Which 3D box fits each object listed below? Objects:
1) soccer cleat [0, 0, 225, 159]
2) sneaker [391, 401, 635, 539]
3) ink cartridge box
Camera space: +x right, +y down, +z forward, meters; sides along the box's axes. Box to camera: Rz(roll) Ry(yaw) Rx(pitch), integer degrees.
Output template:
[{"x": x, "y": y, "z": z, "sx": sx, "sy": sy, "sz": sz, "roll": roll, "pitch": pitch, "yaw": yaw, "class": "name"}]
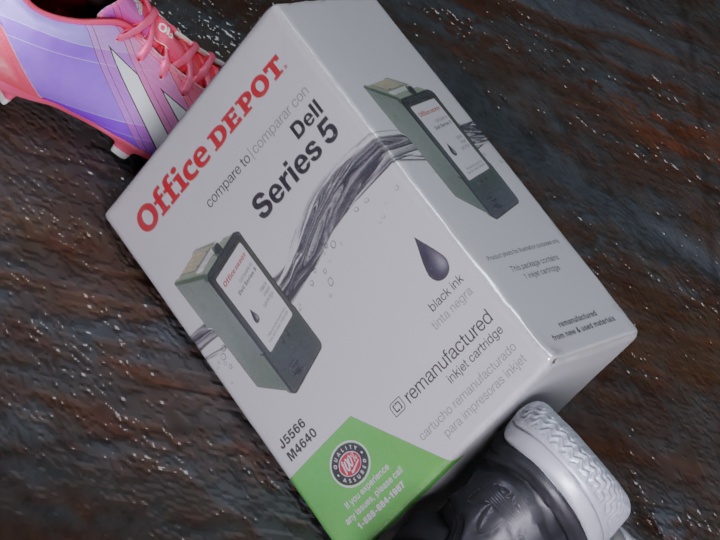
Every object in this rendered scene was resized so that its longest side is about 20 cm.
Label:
[{"x": -0.106, "y": -0.098, "z": 1.011, "sx": 0.200, "sy": 0.076, "sz": 0.067, "roll": 20, "pitch": 37, "yaw": -34, "class": "soccer cleat"}, {"x": 0.060, "y": 0.130, "z": 0.926, "sx": 0.076, "sy": 0.114, "sz": 0.200, "roll": 49, "pitch": -6, "yaw": 23, "class": "sneaker"}, {"x": 0.000, "y": 0.000, "z": 0.945, "sx": 0.200, "sy": 0.146, "sz": 0.084, "roll": 52, "pitch": 32, "yaw": 16, "class": "ink cartridge box"}]
